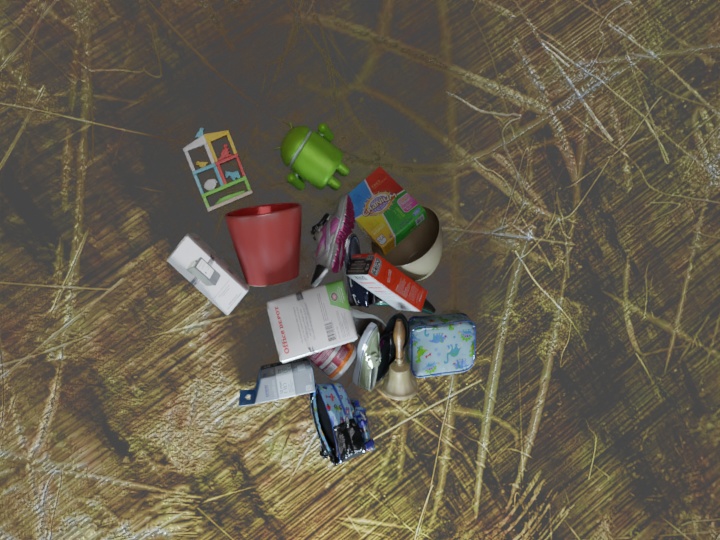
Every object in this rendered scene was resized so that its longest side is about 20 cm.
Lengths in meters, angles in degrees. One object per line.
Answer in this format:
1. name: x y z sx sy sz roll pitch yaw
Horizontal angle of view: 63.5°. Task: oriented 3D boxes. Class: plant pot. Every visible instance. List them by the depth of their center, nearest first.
1. plant pot: -0.234 -0.066 1.474 0.193 0.201 0.184 -8 104 -9
2. plant pot: 0.140 -0.052 1.548 0.199 0.200 0.135 -41 134 -5

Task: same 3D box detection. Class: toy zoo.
1. toy zoo: -0.376 -0.273 1.513 0.128 0.020 0.206 -22 97 -9

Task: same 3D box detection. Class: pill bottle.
1. pill bottle: -0.112 0.186 1.537 0.199 0.109 0.110 42 85 -9

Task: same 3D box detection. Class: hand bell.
1. hand bell: 0.103 0.220 1.510 0.100 0.105 0.207 -6 115 -10

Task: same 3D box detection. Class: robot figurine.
1. robot figurine: -0.123 -0.292 1.510 0.197 0.116 0.178 33 92 -10

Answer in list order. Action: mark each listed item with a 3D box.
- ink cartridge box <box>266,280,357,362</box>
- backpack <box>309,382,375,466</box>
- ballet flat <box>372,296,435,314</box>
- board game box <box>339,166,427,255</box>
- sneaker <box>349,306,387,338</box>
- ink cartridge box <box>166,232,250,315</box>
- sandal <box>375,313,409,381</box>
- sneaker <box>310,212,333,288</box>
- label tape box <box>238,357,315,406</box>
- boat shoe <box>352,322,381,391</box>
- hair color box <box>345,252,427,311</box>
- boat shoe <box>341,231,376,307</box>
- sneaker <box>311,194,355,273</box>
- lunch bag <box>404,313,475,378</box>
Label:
1. ink cartridge box: -0.121 0.127 1.433 0.194 0.084 0.150 -15 82 -10
2. backpack: -0.058 0.386 1.529 0.131 0.182 0.206 -16 84 -17
3. ballet flat: 0.118 0.072 1.597 0.193 0.068 0.071 10 82 -11
4. board game box: 0.057 -0.159 1.528 0.152 0.041 0.200 -40 59 -5
5. sneaker: -0.011 0.131 1.578 0.196 0.085 0.074 24 103 -33
6. ink cartridge box: -0.377 0.006 1.463 0.200 0.145 0.084 44 87 -9
7. sandal: 0.072 0.212 1.567 0.074 0.047 0.205 32 106 26
8. sneaker: -0.105 -0.060 1.551 0.097 0.071 0.204 30 81 -8
9. label tape box: -0.220 0.285 1.504 0.193 0.143 0.069 -8 94 -10
10. boat shoe: 0.028 0.231 1.550 0.061 0.072 0.205 24 125 21
11. hair color box: 0.068 0.032 1.475 0.198 0.100 0.063 34 70 -33
12. boat shoe: 0.000 0.000 1.535 0.074 0.091 0.207 -25 119 -45
13. sneaker: -0.073 -0.101 1.479 0.085 0.081 0.206 11 74 20
14. lunch bag: 0.217 0.207 1.603 0.193 0.083 0.167 -6 106 -10
